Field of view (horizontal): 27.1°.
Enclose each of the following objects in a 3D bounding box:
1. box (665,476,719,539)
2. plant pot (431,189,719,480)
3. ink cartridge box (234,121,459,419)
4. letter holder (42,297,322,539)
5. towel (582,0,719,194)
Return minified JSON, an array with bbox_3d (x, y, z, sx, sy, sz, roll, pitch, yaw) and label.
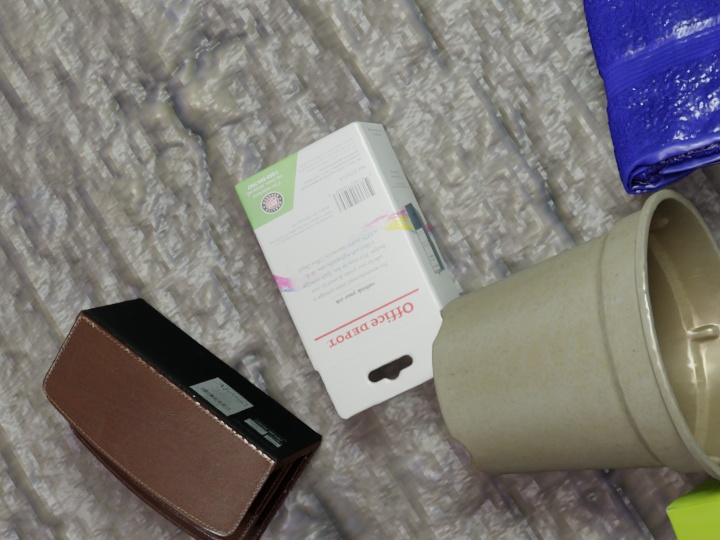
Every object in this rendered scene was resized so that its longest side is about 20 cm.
[{"bbox_3d":[0.318,0.141,0.992,0.199,0.121,0.048,-22,88,47],"label":"box"},{"bbox_3d":[0.159,0.063,1.060,0.182,0.200,0.202,-16,88,30],"label":"plant pot"},{"bbox_3d":[0.000,0.000,1.159,0.116,0.067,0.201,-25,84,18],"label":"ink cartridge box"},{"bbox_3d":[-0.159,0.141,1.206,0.199,0.100,0.143,36,105,13],"label":"letter holder"},{"bbox_3d":[0.232,-0.162,1.036,0.147,0.050,0.201,-17,58,18],"label":"towel"}]
